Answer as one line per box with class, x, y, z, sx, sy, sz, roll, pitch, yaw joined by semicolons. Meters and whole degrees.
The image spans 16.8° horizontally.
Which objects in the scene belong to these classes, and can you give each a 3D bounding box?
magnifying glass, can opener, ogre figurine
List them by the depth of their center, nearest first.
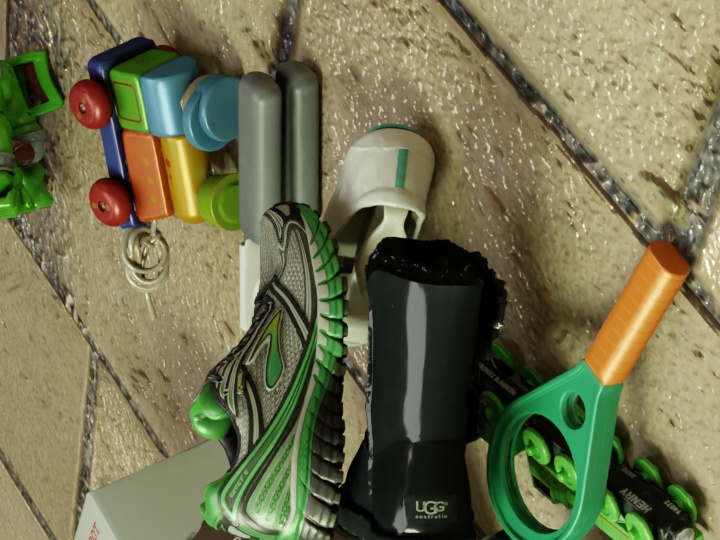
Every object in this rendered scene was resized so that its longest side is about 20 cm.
magnifying glass;0.117;0.066;1.252;0.080;0.022;0.200;56;138;34
can opener;-0.058;-0.044;1.524;0.066;0.052;0.201;47;146;39
ogre figurine;-0.270;-0.101;1.841;0.098;0.200;0.121;-7;94;18

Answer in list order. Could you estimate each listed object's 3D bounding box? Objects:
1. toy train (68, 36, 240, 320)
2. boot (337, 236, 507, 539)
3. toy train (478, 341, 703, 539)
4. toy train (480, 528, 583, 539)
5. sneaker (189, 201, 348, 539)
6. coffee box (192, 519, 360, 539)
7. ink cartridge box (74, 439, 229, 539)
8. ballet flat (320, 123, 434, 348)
toy train;-0.114;-0.048;1.613;0.115;0.084;0.201;15;123;43
boot;0.032;0.066;1.322;0.200;0.076;0.169;-137;51;-83
toy train;0.115;0.105;1.323;0.200;0.042;0.057;39;151;45
toy train;0.117;0.231;1.299;0.200;0.114;0.085;46;148;11
sneaker;-0.050;0.052;1.347;0.078;0.085;0.201;105;168;-65
coffee box;0.001;0.205;1.448;0.200;0.080;0.114;38;177;-41
ink cartridge box;-0.096;0.238;1.705;0.200;0.144;0.146;59;153;21
ballet flat;0.000;0.000;1.419;0.070;0.069;0.200;54;148;27
